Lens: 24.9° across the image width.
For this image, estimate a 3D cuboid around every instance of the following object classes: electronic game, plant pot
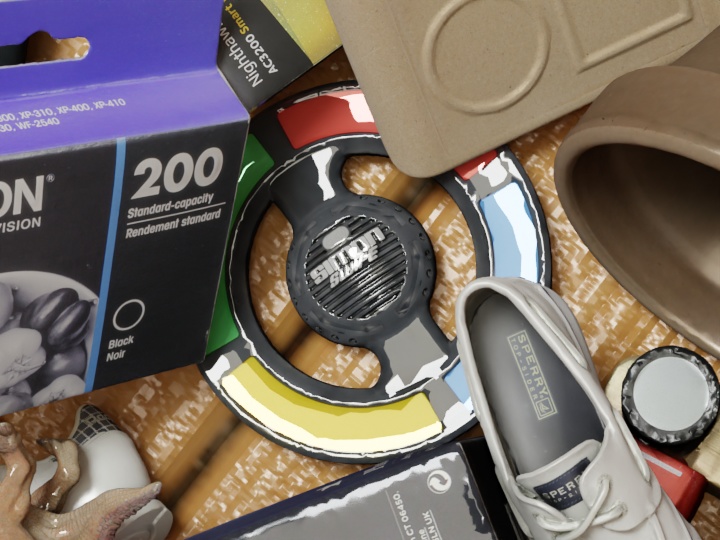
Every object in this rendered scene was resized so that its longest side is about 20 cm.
[{"bbox_3d":[0.000,0.000,0.847,0.199,0.042,0.201,-1,84,10],"label":"electronic game"},{"bbox_3d":[0.219,-0.060,0.754,0.200,0.200,0.175,36,75,11],"label":"plant pot"}]

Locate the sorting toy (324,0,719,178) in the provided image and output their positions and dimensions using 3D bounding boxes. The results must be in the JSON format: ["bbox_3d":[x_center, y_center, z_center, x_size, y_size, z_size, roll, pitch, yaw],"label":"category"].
[{"bbox_3d":[0.079,-0.159,0.787,0.199,0.037,0.186,-23,121,1],"label":"sorting toy"}]

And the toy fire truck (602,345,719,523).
[{"bbox_3d":[0.163,0.163,0.774,0.176,0.129,0.201,27,82,16],"label":"toy fire truck"}]

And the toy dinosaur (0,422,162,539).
[{"bbox_3d":[-0.191,0.148,0.782,0.199,0.086,0.136,-5,77,-5],"label":"toy dinosaur"}]

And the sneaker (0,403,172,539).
[{"bbox_3d":[-0.196,0.155,0.858,0.200,0.076,0.081,-34,71,-1],"label":"sneaker"}]

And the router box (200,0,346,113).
[{"bbox_3d":[-0.060,-0.199,0.816,0.157,0.052,0.200,-39,100,-17],"label":"router box"}]

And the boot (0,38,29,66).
[{"bbox_3d":[-0.176,-0.147,0.877,0.199,0.076,0.169,10,90,6],"label":"boot"}]

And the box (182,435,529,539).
[{"bbox_3d":[-0.013,0.164,0.753,0.198,0.200,0.124,-23,82,7],"label":"box"}]

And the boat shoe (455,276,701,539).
[{"bbox_3d":[0.091,0.094,0.715,0.073,0.065,0.200,-34,72,16],"label":"boat shoe"}]

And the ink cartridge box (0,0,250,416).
[{"bbox_3d":[-0.145,-0.026,0.739,0.043,0.198,0.201,39,130,39],"label":"ink cartridge box"}]
